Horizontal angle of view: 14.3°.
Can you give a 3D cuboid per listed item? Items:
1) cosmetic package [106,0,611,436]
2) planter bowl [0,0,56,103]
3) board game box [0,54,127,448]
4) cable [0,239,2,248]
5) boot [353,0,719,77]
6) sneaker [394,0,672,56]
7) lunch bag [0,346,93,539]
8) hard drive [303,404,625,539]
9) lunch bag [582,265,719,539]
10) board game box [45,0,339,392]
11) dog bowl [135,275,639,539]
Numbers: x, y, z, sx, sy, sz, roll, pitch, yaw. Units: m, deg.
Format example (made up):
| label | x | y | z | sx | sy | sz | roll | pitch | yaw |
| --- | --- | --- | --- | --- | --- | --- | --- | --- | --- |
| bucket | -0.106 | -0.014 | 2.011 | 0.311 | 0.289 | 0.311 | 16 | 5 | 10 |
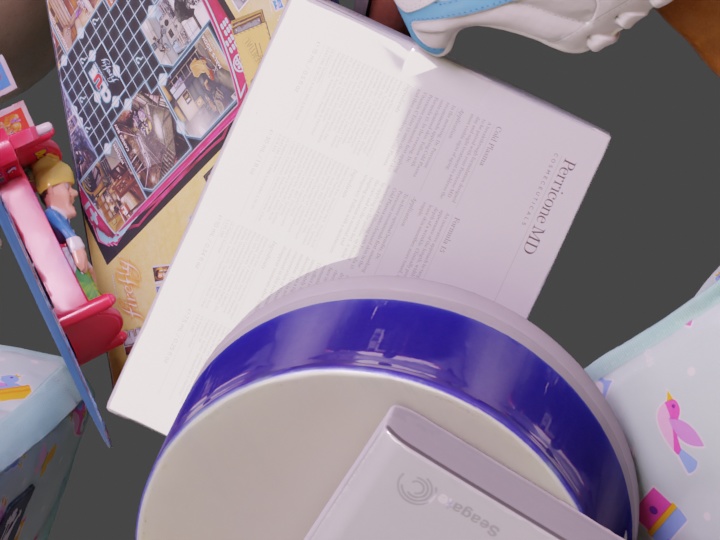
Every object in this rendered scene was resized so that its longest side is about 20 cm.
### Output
| label | x | y | z | sx | sy | sz | roll | pitch | yaw |
| --- | --- | --- | --- | --- | --- | --- | --- | --- | --- |
| cosmetic package | 0.000 | 0.000 | 1.238 | 0.150 | 0.052 | 0.201 | 26 | 97 | 3 |
| planter bowl | -0.233 | -0.167 | 1.341 | 0.199 | 0.135 | 0.202 | 4 | 100 | 23 |
| board game box | -0.137 | -0.018 | 1.281 | 0.039 | 0.158 | 0.201 | -26 | 115 | -7 |
| cable | -0.258 | -0.068 | 1.376 | 0.200 | 0.097 | 0.050 | 44 | 88 | -10 |
| boot | 0.115 | -0.125 | 1.245 | 0.200 | 0.068 | 0.189 | 38 | 103 | 7 |
| sneaker | 0.108 | -0.138 | 1.179 | 0.199 | 0.077 | 0.081 | -5 | 117 | 12 |
| lunch bag | -0.228 | 0.121 | 1.355 | 0.199 | 0.170 | 0.122 | -27 | 96 | 23 |
| hard drive | 0.020 | 0.162 | 1.141 | 0.131 | 0.026 | 0.200 | 31 | 121 | -2 |
| lunch bag | 0.190 | 0.074 | 1.197 | 0.200 | 0.122 | 0.171 | -36 | 84 | 18 |
| board game box | -0.064 | -0.045 | 1.305 | 0.135 | 0.035 | 0.201 | -8 | 94 | 25 |
| dog bowl | 0.011 | 0.108 | 1.176 | 0.199 | 0.079 | 0.201 | 6 | 118 | 12 |
